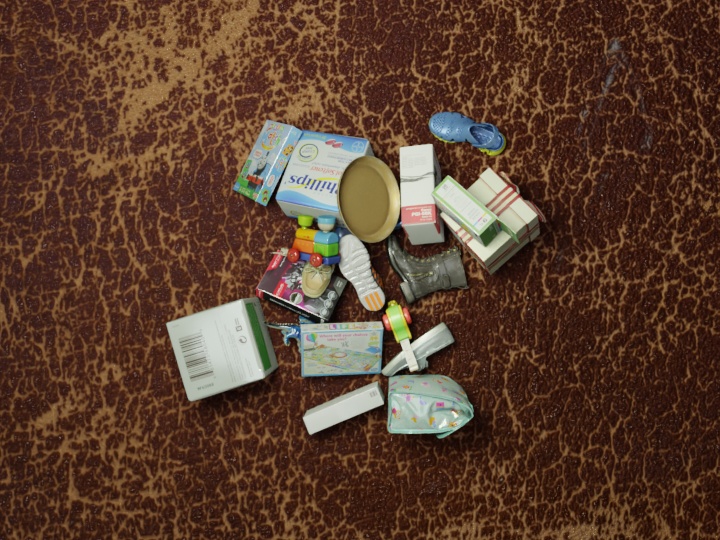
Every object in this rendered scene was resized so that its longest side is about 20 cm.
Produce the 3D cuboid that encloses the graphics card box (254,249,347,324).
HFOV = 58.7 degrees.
[{"bbox_3d":[-0.147,0.044,1.603,0.200,0.051,0.126,25,61,3],"label":"graphics card box"}]

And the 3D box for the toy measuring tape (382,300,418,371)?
[{"bbox_3d":[0.099,0.148,1.561,0.073,0.074,0.200,-19,50,4],"label":"toy measuring tape"}]

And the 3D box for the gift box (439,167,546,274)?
[{"bbox_3d":[0.318,-0.122,1.537,0.187,0.200,0.185,-42,74,6],"label":"gift box"}]

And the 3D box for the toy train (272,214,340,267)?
[{"bbox_3d":[-0.137,-0.081,1.521,0.200,0.085,0.116,12,104,35],"label":"toy train"}]

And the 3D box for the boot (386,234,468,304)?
[{"bbox_3d":[0.166,-0.023,1.607,0.174,0.069,0.200,-22,93,-2],"label":"boot"}]

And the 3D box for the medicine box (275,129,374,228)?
[{"bbox_3d":[-0.080,-0.220,1.554,0.182,0.103,0.200,12,71,17],"label":"medicine box"}]

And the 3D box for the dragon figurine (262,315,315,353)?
[{"bbox_3d":[-0.144,0.147,1.602,0.200,0.059,0.099,38,101,-21],"label":"dragon figurine"}]

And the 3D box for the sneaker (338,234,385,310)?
[{"bbox_3d":[0.000,0.000,1.583,0.077,0.112,0.200,-20,102,6],"label":"sneaker"}]

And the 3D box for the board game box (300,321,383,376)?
[{"bbox_3d":[-0.047,0.195,1.583,0.199,0.034,0.135,-1,118,-7],"label":"board game box"}]

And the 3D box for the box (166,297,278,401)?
[{"bbox_3d":[-0.334,0.187,1.579,0.200,0.171,0.199,-17,89,3],"label":"box"}]

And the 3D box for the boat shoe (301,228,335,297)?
[{"bbox_3d":[-0.095,-0.030,1.583,0.073,0.063,0.200,17,66,-2],"label":"boat shoe"}]

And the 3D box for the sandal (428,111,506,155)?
[{"bbox_3d":[0.267,-0.346,1.584,0.200,0.087,0.080,15,93,5],"label":"sandal"}]

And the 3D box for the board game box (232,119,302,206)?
[{"bbox_3d":[-0.233,-0.271,1.592,0.037,0.151,0.200,27,91,-37],"label":"board game box"}]

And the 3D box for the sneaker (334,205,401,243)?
[{"bbox_3d":[0.029,-0.117,1.578,0.200,0.082,0.074,-22,92,-15],"label":"sneaker"}]

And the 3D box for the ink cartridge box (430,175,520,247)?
[{"bbox_3d":[0.251,-0.112,1.399,0.059,0.104,0.200,-47,69,3],"label":"ink cartridge box"}]

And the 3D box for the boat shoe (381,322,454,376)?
[{"bbox_3d":[0.146,0.213,1.598,0.201,0.070,0.072,-37,83,0],"label":"boat shoe"}]

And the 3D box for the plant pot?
[{"bbox_3d":[0.015,-0.164,1.486,0.027,0.200,0.201,-1,90,46],"label":"plant pot"}]

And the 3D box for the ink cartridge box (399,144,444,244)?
[{"bbox_3d":[0.148,-0.180,1.532,0.083,0.147,0.201,-5,73,14],"label":"ink cartridge box"}]

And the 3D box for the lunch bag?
[{"bbox_3d":[0.166,0.323,1.547,0.199,0.170,0.122,1,96,2],"label":"lunch bag"}]

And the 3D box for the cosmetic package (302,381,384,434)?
[{"bbox_3d":[-0.039,0.343,1.605,0.200,0.083,0.051,-23,91,4],"label":"cosmetic package"}]
